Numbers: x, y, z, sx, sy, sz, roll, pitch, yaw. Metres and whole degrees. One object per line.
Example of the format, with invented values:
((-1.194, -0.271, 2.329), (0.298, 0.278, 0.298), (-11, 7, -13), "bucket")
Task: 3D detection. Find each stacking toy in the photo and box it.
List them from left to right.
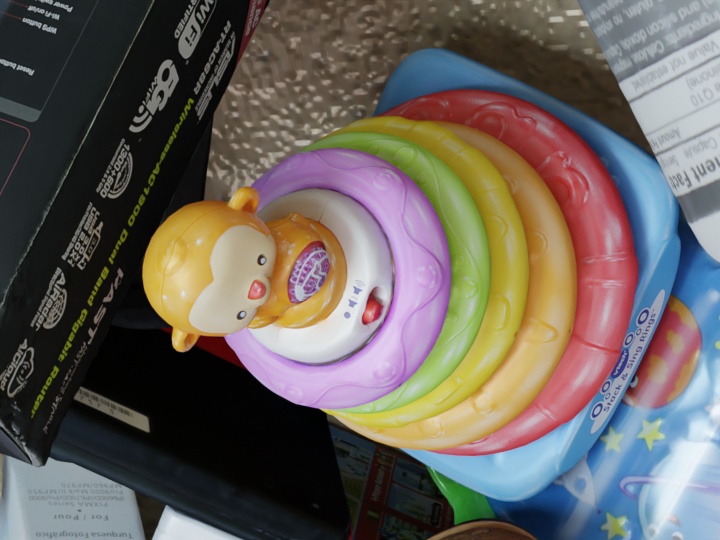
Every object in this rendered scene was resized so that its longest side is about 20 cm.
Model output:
((0.000, 0.000, 0.800), (0.110, 0.200, 0.116), (30, 101, 23), "stacking toy")

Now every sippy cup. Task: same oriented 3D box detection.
((0.115, 0.051, 0.916), (0.177, 0.140, 0.131), (12, 116, -29), "sippy cup")

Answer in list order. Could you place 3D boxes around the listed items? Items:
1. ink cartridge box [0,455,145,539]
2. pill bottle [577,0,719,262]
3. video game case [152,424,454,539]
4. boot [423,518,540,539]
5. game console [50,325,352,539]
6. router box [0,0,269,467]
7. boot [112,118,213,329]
((-0.097, 0.177, 0.991), (0.047, 0.200, 0.161), (2, 121, -13), "ink cartridge box")
((0.124, -0.071, 0.808), (0.113, 0.113, 0.201), (-27, 91, 26), "pill bottle")
((0.036, 0.100, 0.951), (0.199, 0.143, 0.018), (23, 105, -1), "video game case")
((-0.025, 0.140, 0.839), (0.200, 0.075, 0.074), (-38, 87, -1), "boot")
((-0.098, 0.009, 0.888), (0.199, 0.177, 0.031), (26, 113, -21), "game console")
((-0.140, -0.054, 0.763), (0.199, 0.150, 0.062), (19, 163, 22), "router box")
((-0.114, -0.084, 0.841), (0.164, 0.201, 0.066), (0, 159, 13), "boot")
